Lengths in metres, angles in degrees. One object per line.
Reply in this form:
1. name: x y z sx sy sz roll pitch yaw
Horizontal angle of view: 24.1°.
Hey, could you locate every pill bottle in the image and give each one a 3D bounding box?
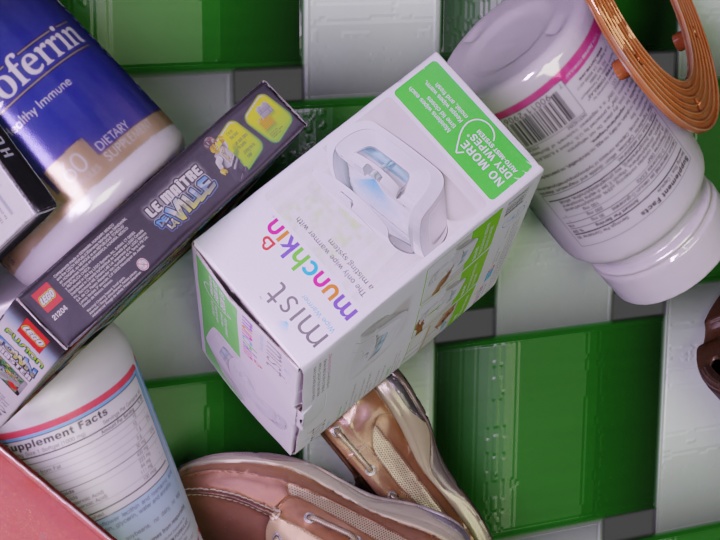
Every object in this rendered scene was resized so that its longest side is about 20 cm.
1. pill bottle: -0.169 0.096 0.960 0.108 0.109 0.201 -25 110 -21
2. pill bottle: 0.150 -0.078 1.086 0.113 0.113 0.200 -47 118 -11
3. pill bottle: -0.196 -0.098 0.870 0.116 0.116 0.200 -45 93 -12

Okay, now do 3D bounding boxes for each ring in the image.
1. ring: 0.169 -0.175 1.059 0.019 0.201 0.200 -27 122 29

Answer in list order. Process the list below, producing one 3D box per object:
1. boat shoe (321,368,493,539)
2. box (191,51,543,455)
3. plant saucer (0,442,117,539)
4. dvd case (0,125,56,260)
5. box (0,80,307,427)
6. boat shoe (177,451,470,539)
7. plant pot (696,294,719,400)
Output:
1. boat shoe: 0.025 0.149 1.100 0.074 0.076 0.201 -32 106 -14
2. box: 0.000 0.000 0.969 0.176 0.200 0.097 -39 78 -14
3. plant saucer: -0.223 0.172 0.917 0.200 0.037 0.200 40 111 0
4. dvd case: -0.257 -0.033 0.832 0.200 0.025 0.151 -39 87 27
5. box: -0.117 -0.010 0.870 0.035 0.110 0.200 45 52 -2
6. boat shoe: -0.029 0.168 1.028 0.198 0.072 0.076 14 132 2
7. plant pot: 0.357 0.083 1.198 0.198 0.200 0.201 41 81 -20
